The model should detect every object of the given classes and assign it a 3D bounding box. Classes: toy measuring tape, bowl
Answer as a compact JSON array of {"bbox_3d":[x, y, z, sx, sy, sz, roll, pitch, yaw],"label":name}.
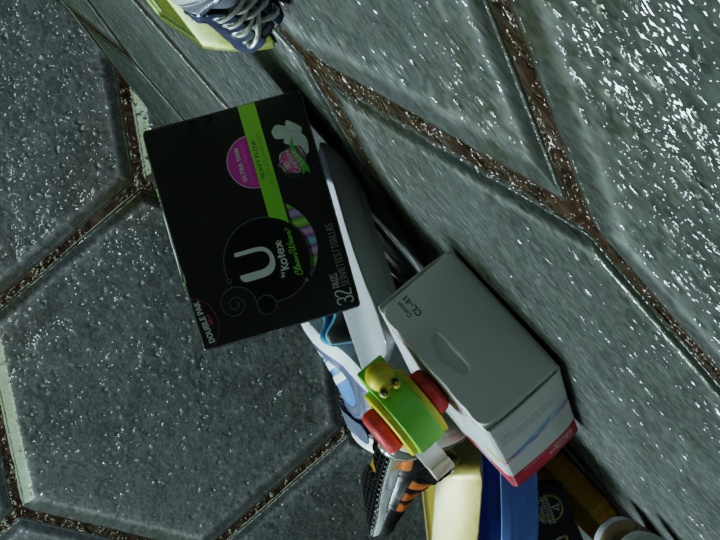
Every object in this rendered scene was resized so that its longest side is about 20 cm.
[{"bbox_3d":[0.052,0.139,1.407,0.074,0.074,0.200,45,172,41],"label":"toy measuring tape"},{"bbox_3d":[0.146,0.229,1.672,0.201,0.039,0.201,180,90,-87],"label":"bowl"}]

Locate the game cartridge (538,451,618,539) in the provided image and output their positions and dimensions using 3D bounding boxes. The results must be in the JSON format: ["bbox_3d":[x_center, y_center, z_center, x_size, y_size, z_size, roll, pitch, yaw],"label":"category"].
[{"bbox_3d":[0.214,0.223,1.831,0.200,0.032,0.176,44,173,28],"label":"game cartridge"}]

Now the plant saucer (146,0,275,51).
[{"bbox_3d":[-0.174,-0.267,1.412,0.200,0.048,0.200,51,174,-28],"label":"plant saucer"}]

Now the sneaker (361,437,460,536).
[{"bbox_3d":[0.055,0.210,1.703,0.200,0.090,0.070,100,164,-50],"label":"sneaker"}]

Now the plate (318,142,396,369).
[{"bbox_3d":[0.000,0.000,1.562,0.200,0.032,0.200,102,152,-72],"label":"plate"}]

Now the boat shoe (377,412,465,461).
[{"bbox_3d":[0.073,0.138,1.580,0.072,0.060,0.202,42,-146,13],"label":"boat shoe"}]

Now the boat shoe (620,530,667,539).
[{"bbox_3d":[0.294,0.312,1.555,0.200,0.071,0.064,49,174,-21],"label":"boat shoe"}]

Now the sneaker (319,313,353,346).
[{"bbox_3d":[-0.037,-0.019,1.700,0.200,0.082,0.073,64,162,7],"label":"sneaker"}]

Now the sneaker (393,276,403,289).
[{"bbox_3d":[0.043,0.033,1.798,0.200,0.078,0.116,53,156,39],"label":"sneaker"}]

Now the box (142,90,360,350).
[{"bbox_3d":[-0.099,-0.043,1.507,0.124,0.148,0.200,159,94,-85],"label":"box"}]

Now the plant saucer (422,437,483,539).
[{"bbox_3d":[0.096,0.225,1.823,0.200,0.048,0.200,-94,4,-55],"label":"plant saucer"}]

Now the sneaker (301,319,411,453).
[{"bbox_3d":[-0.008,0.112,1.776,0.200,0.080,0.147,48,150,37],"label":"sneaker"}]

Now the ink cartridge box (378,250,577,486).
[{"bbox_3d":[0.105,0.089,1.439,0.148,0.086,0.200,48,173,22],"label":"ink cartridge box"}]

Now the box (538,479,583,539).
[{"bbox_3d":[0.208,0.306,1.790,0.200,0.049,0.161,117,131,-83],"label":"box"}]

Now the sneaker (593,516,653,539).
[{"bbox_3d":[0.269,0.298,1.663,0.200,0.070,0.108,49,174,-31],"label":"sneaker"}]

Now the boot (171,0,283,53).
[{"bbox_3d":[-0.086,-0.194,1.156,0.090,0.073,0.200,42,-176,-17],"label":"boot"}]
